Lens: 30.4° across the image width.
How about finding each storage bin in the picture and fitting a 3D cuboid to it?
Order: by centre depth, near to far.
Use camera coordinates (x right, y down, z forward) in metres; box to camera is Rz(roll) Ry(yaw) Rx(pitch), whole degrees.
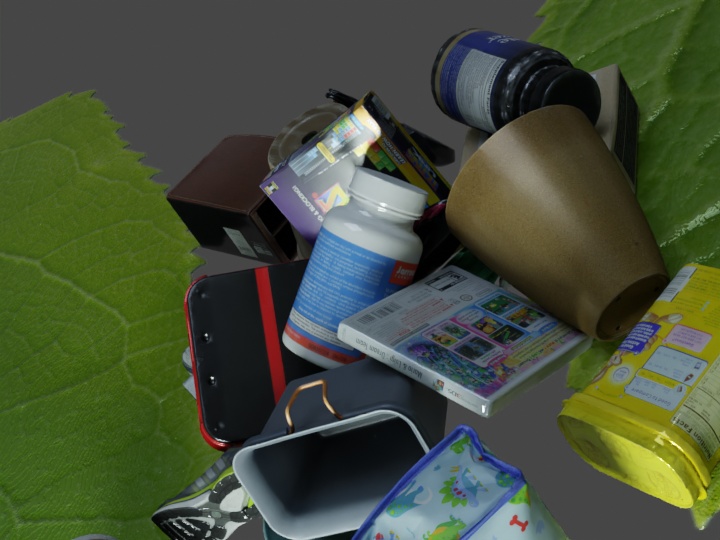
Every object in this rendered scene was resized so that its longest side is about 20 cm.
[{"bbox_3d":[-0.011,0.153,1.299,0.198,0.146,0.135,-19,27,24],"label":"storage bin"}]

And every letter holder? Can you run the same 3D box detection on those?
[{"bbox_3d":[-0.141,-0.101,1.800,0.199,0.101,0.142,13,55,48],"label":"letter holder"}]

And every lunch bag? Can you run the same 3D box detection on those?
[{"bbox_3d":[0.078,0.264,1.109,0.200,0.171,0.127,-40,34,-7],"label":"lunch bag"}]

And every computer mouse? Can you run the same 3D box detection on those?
[{"bbox_3d":[0.036,-0.174,1.656,0.034,0.199,0.059,-62,25,8],"label":"computer mouse"}]

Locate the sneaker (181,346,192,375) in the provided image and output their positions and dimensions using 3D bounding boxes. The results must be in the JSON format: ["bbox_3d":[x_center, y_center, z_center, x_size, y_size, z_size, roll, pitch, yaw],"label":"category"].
[{"bbox_3d":[-0.146,0.086,1.593,0.198,0.085,0.078,-8,43,37],"label":"sneaker"}]

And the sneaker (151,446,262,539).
[{"bbox_3d":[-0.146,0.238,1.413,0.199,0.074,0.081,-31,20,36],"label":"sneaker"}]

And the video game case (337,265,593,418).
[{"bbox_3d":[0.106,0.064,1.310,0.181,0.024,0.199,26,32,30],"label":"video game case"}]

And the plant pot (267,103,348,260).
[{"bbox_3d":[-0.021,-0.104,1.629,0.198,0.174,0.201,-24,35,18],"label":"plant pot"}]

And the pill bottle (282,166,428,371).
[{"bbox_3d":[0.000,0.000,1.388,0.112,0.111,0.202,33,106,54],"label":"pill bottle"}]

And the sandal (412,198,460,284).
[{"bbox_3d":[0.093,-0.058,1.430,0.201,0.045,0.075,-54,-18,26],"label":"sandal"}]

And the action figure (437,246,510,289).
[{"bbox_3d":[0.127,0.012,1.466,0.200,0.055,0.118,-42,32,-20],"label":"action figure"}]

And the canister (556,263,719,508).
[{"bbox_3d":[0.293,0.097,1.190,0.200,0.087,0.148,-47,36,-18],"label":"canister"}]

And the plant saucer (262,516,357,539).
[{"bbox_3d":[-0.007,0.228,1.347,0.198,0.036,0.201,-24,35,18],"label":"plant saucer"}]

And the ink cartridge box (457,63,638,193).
[{"bbox_3d":[0.218,-0.138,1.543,0.198,0.075,0.166,-16,38,27],"label":"ink cartridge box"}]

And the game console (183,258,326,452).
[{"bbox_3d":[-0.101,0.091,1.465,0.175,0.031,0.202,-9,73,-5],"label":"game console"}]

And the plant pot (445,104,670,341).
[{"bbox_3d":[0.214,-0.031,1.340,0.186,0.187,0.201,-36,57,1],"label":"plant pot"}]

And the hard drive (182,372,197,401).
[{"bbox_3d":[-0.080,0.109,1.488,0.200,0.033,0.140,-44,75,-10],"label":"hard drive"}]

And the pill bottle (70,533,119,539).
[{"bbox_3d":[-0.254,0.365,1.338,0.111,0.111,0.200,-39,34,-4],"label":"pill bottle"}]

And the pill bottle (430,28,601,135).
[{"bbox_3d":[0.175,-0.202,1.491,0.112,0.112,0.200,-44,35,-11],"label":"pill bottle"}]

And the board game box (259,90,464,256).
[{"bbox_3d":[0.011,-0.076,1.509,0.165,0.200,0.057,-36,13,26],"label":"board game box"}]
